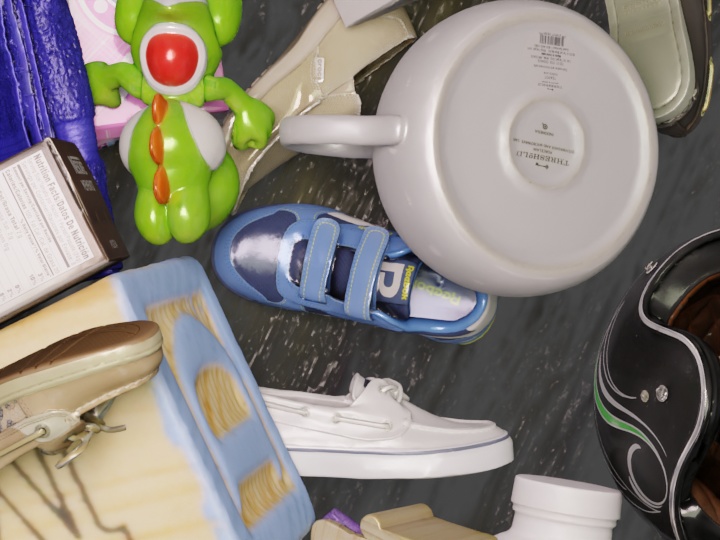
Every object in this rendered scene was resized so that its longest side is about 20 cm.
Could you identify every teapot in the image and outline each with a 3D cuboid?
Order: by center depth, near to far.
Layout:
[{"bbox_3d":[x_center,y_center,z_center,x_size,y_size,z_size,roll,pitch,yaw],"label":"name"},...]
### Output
[{"bbox_3d":[0.079,-0.075,1.262,0.197,0.146,0.201,-43,107,-20],"label":"teapot"}]

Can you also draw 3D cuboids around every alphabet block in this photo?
[{"bbox_3d":[-0.167,0.123,1.205,0.199,0.195,0.198,-25,88,10],"label":"alphabet block"}]

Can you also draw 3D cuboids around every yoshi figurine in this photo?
[{"bbox_3d":[-0.111,-0.109,1.235,0.111,0.112,0.202,13,73,-41],"label":"yoshi figurine"}]

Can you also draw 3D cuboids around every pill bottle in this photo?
[{"bbox_3d":[0.122,0.240,1.304,0.103,0.104,0.202,9,88,-6],"label":"pill bottle"}]

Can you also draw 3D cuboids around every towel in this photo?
[{"bbox_3d":[-0.223,-0.083,1.255,0.049,0.147,0.202,-11,89,-44],"label":"towel"}]

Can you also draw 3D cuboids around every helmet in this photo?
[{"bbox_3d":[0.241,0.079,1.277,0.198,0.191,0.202,-5,123,-8],"label":"helmet"}]

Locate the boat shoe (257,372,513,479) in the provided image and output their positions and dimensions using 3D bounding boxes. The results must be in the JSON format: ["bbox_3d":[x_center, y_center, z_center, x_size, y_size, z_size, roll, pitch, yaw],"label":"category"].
[{"bbox_3d":[0.004,0.101,1.308,0.198,0.074,0.066,1,93,-7],"label":"boat shoe"}]

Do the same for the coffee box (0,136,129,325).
[{"bbox_3d":[-0.242,0.004,1.145,0.199,0.113,0.080,-27,91,-1],"label":"coffee box"}]

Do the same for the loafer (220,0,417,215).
[{"bbox_3d":[-0.034,-0.111,1.305,0.068,0.076,0.201,37,85,1],"label":"loafer"}]

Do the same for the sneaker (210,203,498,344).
[{"bbox_3d":[0.000,0.000,1.305,0.198,0.082,0.075,11,90,-5],"label":"sneaker"}]

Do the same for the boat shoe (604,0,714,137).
[{"bbox_3d":[0.201,-0.189,1.339,0.071,0.060,0.203,-8,72,27],"label":"boat shoe"}]

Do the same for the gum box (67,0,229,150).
[{"bbox_3d":[-0.156,-0.181,1.297,0.112,0.066,0.202,-9,91,-7],"label":"gum box"}]

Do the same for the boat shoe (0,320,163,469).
[{"bbox_3d":[-0.185,0.085,1.078,0.199,0.073,0.063,-24,96,22],"label":"boat shoe"}]

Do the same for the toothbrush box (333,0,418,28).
[{"bbox_3d":[0.022,-0.280,1.281,0.145,0.086,0.201,-26,94,-37],"label":"toothbrush box"}]

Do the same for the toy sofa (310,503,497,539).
[{"bbox_3d":[0.012,0.253,1.271,0.097,0.083,0.202,14,96,28],"label":"toy sofa"}]
